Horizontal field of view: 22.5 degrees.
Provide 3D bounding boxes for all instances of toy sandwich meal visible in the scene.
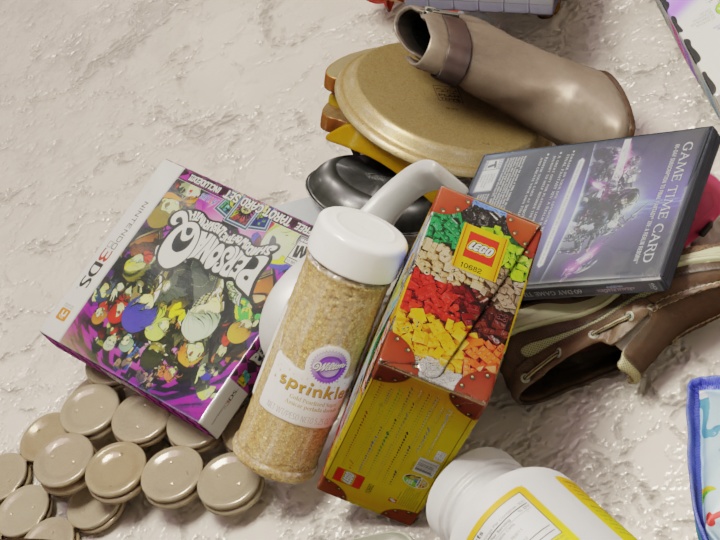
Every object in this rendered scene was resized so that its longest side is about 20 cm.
[{"bbox_3d":[0.058,-0.120,1.497,0.205,0.070,0.205,11,36,-8],"label":"toy sandwich meal"}]

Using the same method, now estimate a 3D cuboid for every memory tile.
[{"bbox_3d":[-0.149,0.121,1.427,0.200,0.017,0.153,4,51,24],"label":"memory tile"},{"bbox_3d":[-0.251,0.180,1.468,0.200,0.017,0.153,-41,42,-9],"label":"memory tile"}]

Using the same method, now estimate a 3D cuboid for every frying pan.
[{"bbox_3d":[0.022,-0.078,1.511,0.115,0.031,0.190,21,28,7],"label":"frying pan"}]

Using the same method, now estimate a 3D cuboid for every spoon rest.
[{"bbox_3d":[0.000,0.000,1.390,0.200,0.099,0.061,-52,29,0],"label":"spoon rest"}]

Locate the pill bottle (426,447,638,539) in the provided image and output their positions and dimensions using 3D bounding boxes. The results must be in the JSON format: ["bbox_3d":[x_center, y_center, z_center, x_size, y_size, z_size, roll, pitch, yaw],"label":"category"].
[{"bbox_3d":[0.125,0.194,1.151,0.104,0.104,0.200,-40,41,-7],"label":"pill bottle"}]

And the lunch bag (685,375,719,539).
[{"bbox_3d":[0.251,0.180,1.033,0.127,0.170,0.200,-13,45,20],"label":"lunch bag"}]

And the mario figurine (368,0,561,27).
[{"bbox_3d":[0.091,-0.260,1.648,0.200,0.106,0.123,6,17,23],"label":"mario figurine"}]

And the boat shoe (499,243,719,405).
[{"bbox_3d":[0.193,0.047,1.283,0.202,0.075,0.075,-22,54,24],"label":"boat shoe"}]

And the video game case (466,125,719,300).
[{"bbox_3d":[0.152,-0.038,1.316,0.200,0.019,0.143,-4,48,38],"label":"video game case"}]

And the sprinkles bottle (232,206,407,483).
[{"bbox_3d":[-0.031,0.055,1.304,0.068,0.068,0.200,50,126,49],"label":"sprinkles bottle"}]

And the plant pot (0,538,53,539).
[{"bbox_3d":[-0.260,0.267,1.290,0.200,0.187,0.187,8,55,54],"label":"plant pot"}]

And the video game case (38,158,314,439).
[{"bbox_3d":[-0.136,0.017,1.446,0.200,0.036,0.181,26,75,37],"label":"video game case"}]

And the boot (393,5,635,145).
[{"bbox_3d":[0.111,-0.151,1.419,0.070,0.146,0.200,-67,27,11],"label":"boot"}]

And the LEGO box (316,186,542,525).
[{"bbox_3d":[0.045,0.063,1.255,0.077,0.200,0.149,21,56,-1],"label":"LEGO box"}]

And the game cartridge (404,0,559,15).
[{"bbox_3d":[0.117,-0.272,1.537,0.129,0.038,0.200,2,34,17],"label":"game cartridge"}]

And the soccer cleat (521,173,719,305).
[{"bbox_3d":[0.172,-0.031,1.362,0.200,0.070,0.086,-28,31,2],"label":"soccer cleat"}]

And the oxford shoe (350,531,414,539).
[{"bbox_3d":[-0.053,0.226,1.270,0.200,0.058,0.075,-18,41,14],"label":"oxford shoe"}]

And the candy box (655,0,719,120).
[{"bbox_3d":[0.332,-0.206,1.426,0.168,0.072,0.200,-25,41,9],"label":"candy box"}]

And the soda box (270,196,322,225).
[{"bbox_3d":[-0.106,0.001,1.511,0.200,0.063,0.068,-14,45,21],"label":"soda box"}]
